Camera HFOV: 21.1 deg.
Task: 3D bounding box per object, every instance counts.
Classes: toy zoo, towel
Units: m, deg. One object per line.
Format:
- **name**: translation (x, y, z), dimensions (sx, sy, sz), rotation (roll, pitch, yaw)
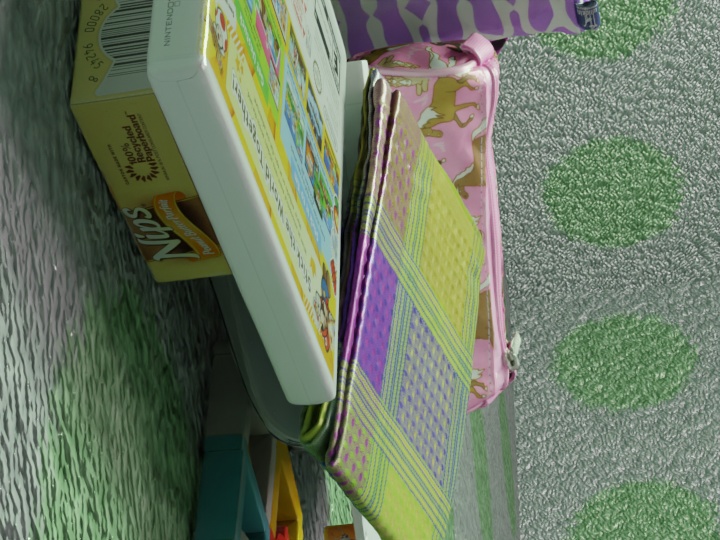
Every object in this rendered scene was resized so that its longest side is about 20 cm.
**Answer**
- **toy zoo**: translation (-0.050, 0.125, 0.896), dimensions (0.200, 0.020, 0.131), rotation (-88, 169, -48)
- **towel**: translation (0.018, 0.028, 0.849), dimensions (0.144, 0.023, 0.200), rotation (58, 34, -51)

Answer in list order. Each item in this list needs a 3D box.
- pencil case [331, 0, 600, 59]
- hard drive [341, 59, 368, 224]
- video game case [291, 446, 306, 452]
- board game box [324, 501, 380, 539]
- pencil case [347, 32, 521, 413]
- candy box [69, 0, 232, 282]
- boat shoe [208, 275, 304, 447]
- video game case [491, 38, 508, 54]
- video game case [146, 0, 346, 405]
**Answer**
- **pencil case**: translation (0.032, -0.153, 1.076), dimensions (0.086, 0.200, 0.084), rotation (64, 21, -57)
- **hard drive**: translation (0.000, 0.000, 0.943), dimensions (0.132, 0.027, 0.200), rotation (-132, -146, -83)
- **video game case**: translation (-0.031, -0.004, 1.159), dimensions (0.182, 0.022, 0.200), rotation (-28, 111, -82)
- **board game box**: translation (-0.005, 0.056, 1.108), dimensions (0.200, 0.026, 0.200), rotation (-62, 144, -73)
- **pencil case**: translation (0.037, -0.025, 1.032), dimensions (0.083, 0.086, 0.200), rotation (-136, -141, -71)
- **candy box**: translation (-0.069, -0.110, 0.787), dimensions (0.116, 0.055, 0.200), rotation (73, 15, -53)
- **boat shoe**: translation (-0.042, -0.017, 0.876), dimensions (0.070, 0.071, 0.200), rotation (133, -58, -75)
- **video game case**: translation (0.040, -0.175, 1.270), dimensions (0.200, 0.036, 0.182), rotation (124, -33, -46)
- **video game case**: translation (-0.037, -0.078, 0.725), dimensions (0.200, 0.023, 0.182), rotation (72, 16, -53)
